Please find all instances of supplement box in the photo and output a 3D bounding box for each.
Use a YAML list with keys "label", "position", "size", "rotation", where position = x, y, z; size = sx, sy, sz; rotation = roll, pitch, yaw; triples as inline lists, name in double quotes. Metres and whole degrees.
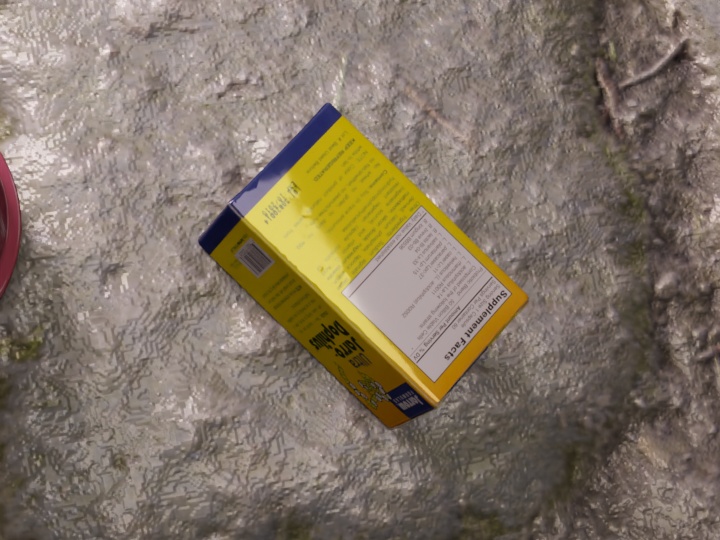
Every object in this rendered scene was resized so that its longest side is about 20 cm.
- label: "supplement box"
  position: [0.000, 0.000, 1.251]
  size: [0.200, 0.110, 0.109]
  rotation: [45, 69, -3]

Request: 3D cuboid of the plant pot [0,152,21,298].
- label: "plant pot"
  position: [-0.312, -0.045, 1.127]
  size: [0.200, 0.179, 0.200]
  rotation: [4, 75, -16]
